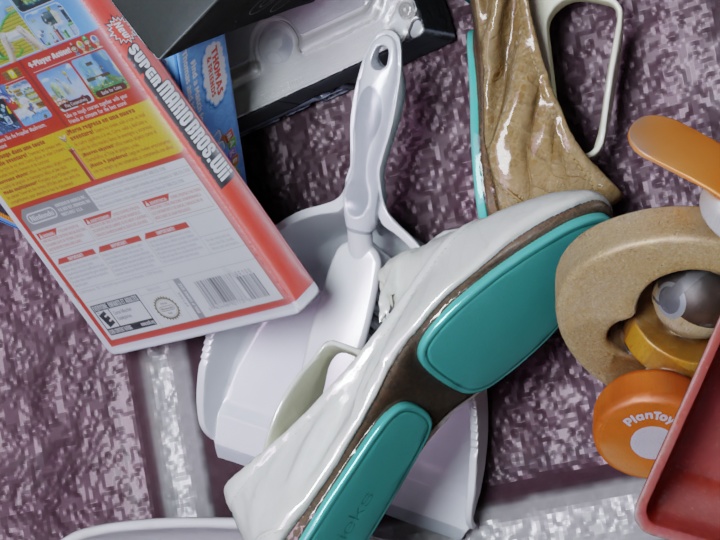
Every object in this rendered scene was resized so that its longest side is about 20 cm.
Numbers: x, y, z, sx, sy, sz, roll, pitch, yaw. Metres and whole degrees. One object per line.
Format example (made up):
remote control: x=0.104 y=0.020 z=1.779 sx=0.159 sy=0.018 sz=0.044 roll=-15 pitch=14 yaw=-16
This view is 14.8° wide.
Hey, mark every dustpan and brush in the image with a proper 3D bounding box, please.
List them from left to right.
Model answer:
dustpan and brush: x=0.000 y=0.000 z=1.155 sx=0.139 sy=0.057 sz=0.201 roll=16 pitch=97 yaw=28

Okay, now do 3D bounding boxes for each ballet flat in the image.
ballet flat: x=0.016 y=0.034 z=1.096 sx=0.069 sy=0.069 sz=0.200 roll=41 pitch=92 yaw=22
ballet flat: x=0.068 y=-0.111 z=1.124 sx=0.072 sy=0.068 sz=0.201 roll=-11 pitch=84 yaw=7

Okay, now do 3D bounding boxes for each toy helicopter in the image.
toy helicopter: x=0.171 y=0.001 z=1.040 sx=0.199 sy=0.079 sz=0.133 roll=-4 pitch=131 yaw=11

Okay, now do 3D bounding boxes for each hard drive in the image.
hard drive: x=-0.052 y=-0.167 z=1.199 sx=0.139 sy=0.038 sz=0.201 roll=-22 pitch=80 yaw=27

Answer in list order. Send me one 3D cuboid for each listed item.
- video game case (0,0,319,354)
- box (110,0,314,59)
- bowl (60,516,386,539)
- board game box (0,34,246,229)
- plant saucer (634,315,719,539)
video game case: x=-0.116 y=-0.055 z=1.146 sx=0.143 sy=0.017 sz=0.200 roll=-13 pitch=117 yaw=51
box: x=-0.063 y=-0.210 z=1.065 sx=0.200 sy=0.124 sz=0.149 roll=52 pitch=124 yaw=7
bowl: x=-0.041 y=0.202 z=1.167 sx=0.199 sy=0.075 sz=0.201 roll=0 pitch=90 yaw=28
board game box: x=-0.140 y=-0.076 z=1.197 sx=0.200 sy=0.037 sz=0.152 roll=22 pitch=140 yaw=26
plant saucer: x=0.215 y=0.022 z=0.990 sx=0.037 sy=0.199 sz=0.200 roll=-119 pitch=48 yaw=-65
